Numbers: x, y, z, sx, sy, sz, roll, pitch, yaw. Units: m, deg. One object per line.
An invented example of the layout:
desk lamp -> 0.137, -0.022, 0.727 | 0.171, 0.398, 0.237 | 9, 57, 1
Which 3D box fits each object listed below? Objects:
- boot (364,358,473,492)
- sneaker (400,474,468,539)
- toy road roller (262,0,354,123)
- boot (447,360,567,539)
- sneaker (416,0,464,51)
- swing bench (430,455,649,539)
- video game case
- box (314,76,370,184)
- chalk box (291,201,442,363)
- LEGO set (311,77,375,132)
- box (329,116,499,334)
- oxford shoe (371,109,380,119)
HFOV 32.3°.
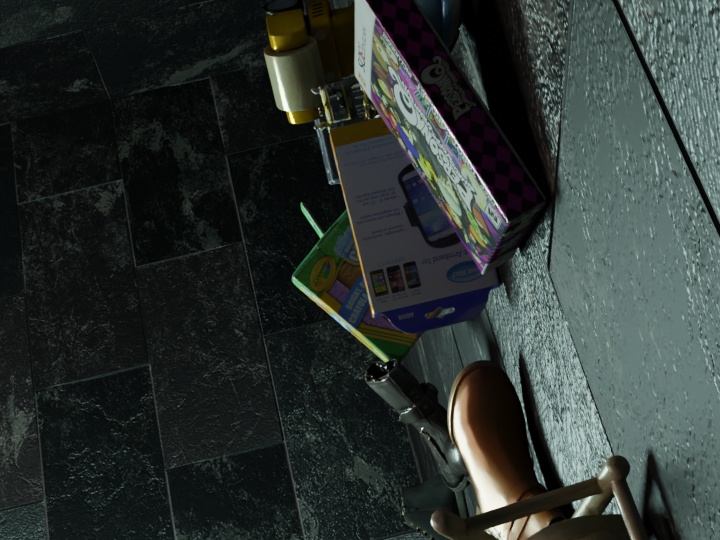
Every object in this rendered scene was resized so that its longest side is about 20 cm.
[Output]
boot -> 0.075, 0.162, 1.367 | 0.174, 0.069, 0.200 | 42, 167, 0
sneaker -> 0.130, 0.440, 2.073 | 0.075, 0.106, 0.200 | -127, 24, -84
toy road roller -> -0.048, -0.293, 1.650 | 0.200, 0.146, 0.123 | -96, -6, -60
boot -> 0.139, 0.187, 1.091 | 0.155, 0.074, 0.200 | -142, 39, -74
sneaker -> 0.023, -0.251, 0.975 | 0.078, 0.090, 0.200 | 119, 134, -87
swing bench -> 0.136, 0.253, 0.762 | 0.200, 0.130, 0.199 | 70, -176, -58
video game case -> 0.059, -0.103, 0.919 | 0.200, 0.036, 0.181 | 58, 174, 9
box -> -0.018, -0.235, 1.858 | 0.148, 0.104, 0.200 | -134, 30, -85
chalk box -> 0.000, 0.000, 1.421 | 0.200, 0.124, 0.125 | 39, 176, 2
LEGO set -> 0.004, -0.171, 1.524 | 0.154, 0.116, 0.200 | -121, 18, -82
box -> 0.051, -0.045, 1.138 | 0.041, 0.119, 0.200 | 100, 157, -84
oxford shoe -> 0.041, -0.153, 1.200 | 0.073, 0.084, 0.200 | -125, 24, -88
